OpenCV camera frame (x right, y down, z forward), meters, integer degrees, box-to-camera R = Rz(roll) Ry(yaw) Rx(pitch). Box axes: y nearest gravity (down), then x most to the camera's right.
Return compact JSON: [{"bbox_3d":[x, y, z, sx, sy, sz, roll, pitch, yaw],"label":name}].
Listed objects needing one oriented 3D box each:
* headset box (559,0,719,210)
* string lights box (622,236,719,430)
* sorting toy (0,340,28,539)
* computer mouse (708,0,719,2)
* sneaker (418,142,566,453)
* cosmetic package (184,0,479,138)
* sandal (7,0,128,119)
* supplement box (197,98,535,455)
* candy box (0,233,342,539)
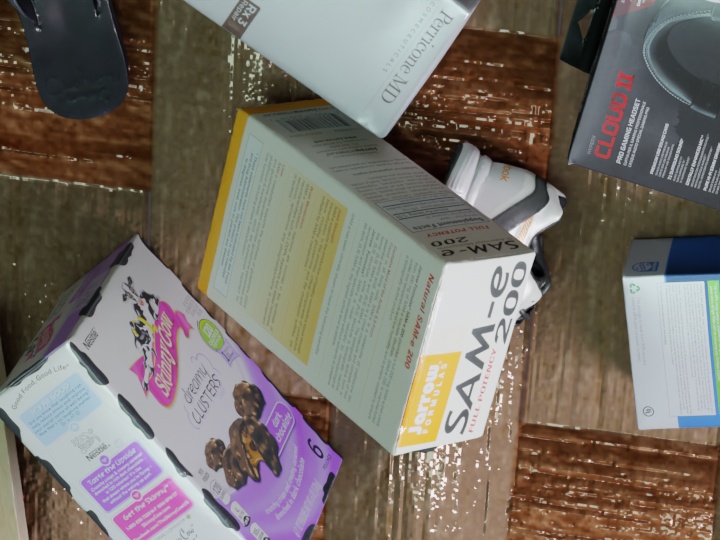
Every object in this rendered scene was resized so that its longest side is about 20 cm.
[{"bbox_3d":[0.215,-0.115,1.680,0.199,0.077,0.150,18,116,2],"label":"headset box"},{"bbox_3d":[0.260,0.034,1.745,0.199,0.059,0.103,-2,113,13],"label":"string lights box"},{"bbox_3d":[-0.308,0.118,1.898,0.197,0.070,0.201,0,113,12],"label":"sorting toy"},{"bbox_3d":[0.222,-0.236,1.607,0.109,0.044,0.201,34,83,-10],"label":"computer mouse"},{"bbox_3d":[0.068,0.026,1.776,0.080,0.074,0.201,16,117,1],"label":"sneaker"},{"bbox_3d":[-0.035,-0.179,1.708,0.199,0.074,0.102,34,116,-3],"label":"cosmetic package"},{"bbox_3d":[-0.181,-0.173,1.732,0.076,0.043,0.201,-17,123,8],"label":"sandal"},{"bbox_3d":[0.000,0.000,1.720,0.200,0.073,0.127,39,125,39],"label":"supplement box"},{"bbox_3d":[-0.114,0.099,1.793,0.071,0.168,0.200,-37,102,23],"label":"candy box"}]
